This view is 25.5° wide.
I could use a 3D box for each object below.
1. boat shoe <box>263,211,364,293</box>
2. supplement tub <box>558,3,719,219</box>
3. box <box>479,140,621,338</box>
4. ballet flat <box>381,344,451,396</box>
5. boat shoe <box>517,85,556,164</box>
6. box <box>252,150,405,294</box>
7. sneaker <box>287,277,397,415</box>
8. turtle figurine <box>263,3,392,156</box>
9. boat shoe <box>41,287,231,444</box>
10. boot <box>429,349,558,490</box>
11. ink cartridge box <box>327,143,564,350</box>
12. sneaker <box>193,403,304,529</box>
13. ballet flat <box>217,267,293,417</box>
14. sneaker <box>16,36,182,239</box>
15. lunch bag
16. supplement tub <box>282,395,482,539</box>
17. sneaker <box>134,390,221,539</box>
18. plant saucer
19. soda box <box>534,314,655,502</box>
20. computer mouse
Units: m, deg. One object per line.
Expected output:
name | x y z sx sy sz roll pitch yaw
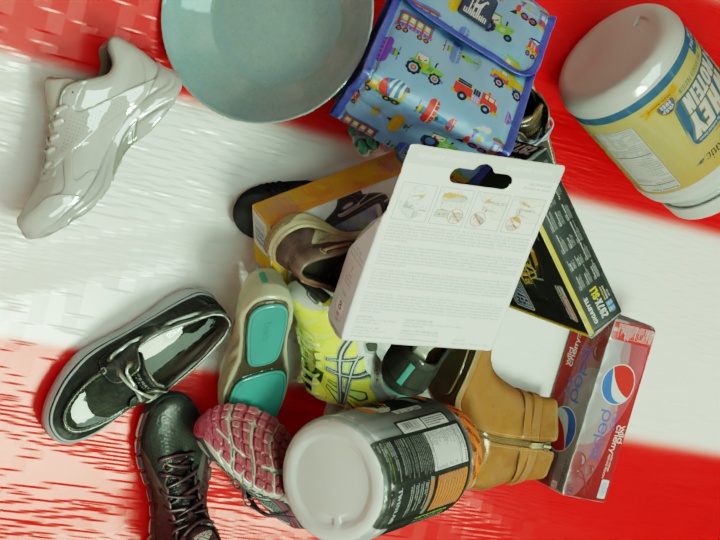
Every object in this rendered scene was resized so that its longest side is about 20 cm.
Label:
boat shoe | 0.000 0.000 1.489 0.200 0.072 0.072 18 113 -47
supplement tub | 0.315 -0.161 1.644 0.200 0.145 0.145 43 80 -29
box | 0.161 -0.040 1.579 0.049 0.160 0.200 -36 117 -16
ballet flat | 0.082 0.041 1.555 0.068 0.068 0.200 29 50 -3
boat shoe | 0.153 -0.149 1.600 0.072 0.072 0.200 -39 116 -15
box | -0.008 -0.042 1.532 0.200 0.041 0.119 -23 137 -24
sneaker | -0.027 0.085 1.533 0.076 0.075 0.200 -41 134 -10
turtle figurine | 0.008 -0.177 1.501 0.200 0.101 0.150 18 78 -18
boat shoe | -0.206 0.087 1.459 0.200 0.071 0.072 -42 117 -13
boot | 0.148 0.135 1.660 0.155 0.077 0.200 4 99 -30
ink cartridge box | 0.075 -0.024 1.426 0.162 0.057 0.200 6 115 -26
sneaker | -0.092 0.199 1.528 0.200 0.075 0.081 42 41 -36
ballet flat | -0.102 0.079 1.511 0.069 0.070 0.200 -8 134 -27
sneaker | -0.250 -0.120 1.396 0.099 0.078 0.200 40 74 -21
lunch bag | 0.086 -0.200 1.446 0.150 0.094 0.200 28 63 -9
supplement tub | 0.028 0.187 1.527 0.200 0.122 0.123 -5 106 -57
sneaker | -0.156 0.219 1.491 0.076 0.115 0.200 -10 106 -26
plant saucer | -0.080 -0.230 1.427 0.201 0.039 0.201 0 89 15
soda box | 0.251 0.144 1.721 0.063 0.070 0.200 15 94 -30
computer mouse | -0.030 -0.064 1.543 0.200 0.034 0.059 -10 105 -27
